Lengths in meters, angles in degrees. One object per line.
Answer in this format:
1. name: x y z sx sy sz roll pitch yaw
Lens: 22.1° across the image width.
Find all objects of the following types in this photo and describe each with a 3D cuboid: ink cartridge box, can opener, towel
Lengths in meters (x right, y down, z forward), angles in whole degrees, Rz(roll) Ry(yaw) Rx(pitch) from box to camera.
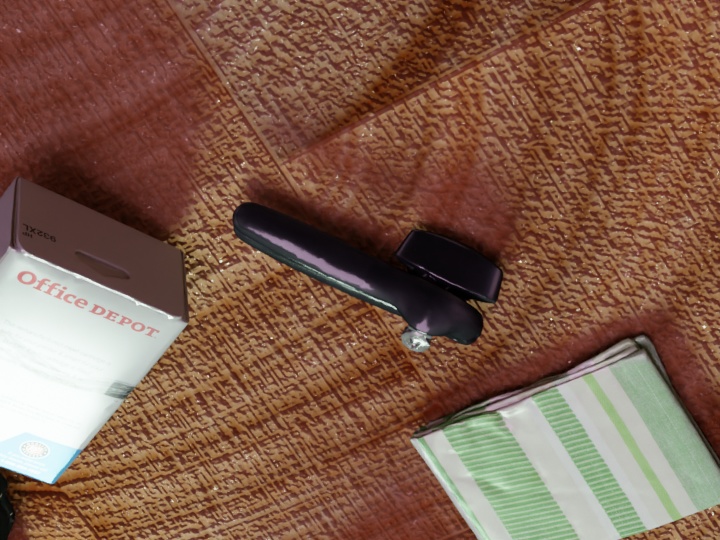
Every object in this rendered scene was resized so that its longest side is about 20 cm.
1. ink cartridge box: -0.238 0.048 1.347 0.145 0.084 0.200 25 124 -27
2. can opener: 0.000 0.000 1.321 0.199 0.079 0.063 20 160 7
3. towel: 0.157 0.142 1.374 0.200 0.023 0.153 -24 111 24

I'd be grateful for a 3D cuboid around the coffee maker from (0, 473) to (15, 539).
1. coffee maker: -0.389 0.165 1.442 0.200 0.135 0.192 20 132 13
